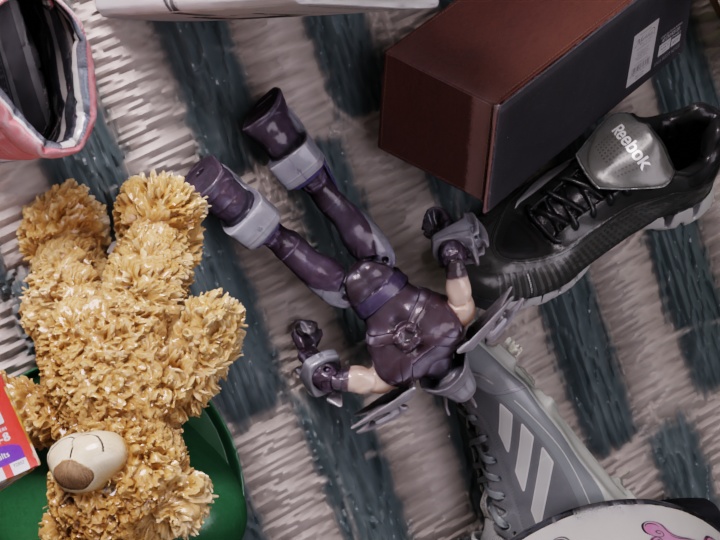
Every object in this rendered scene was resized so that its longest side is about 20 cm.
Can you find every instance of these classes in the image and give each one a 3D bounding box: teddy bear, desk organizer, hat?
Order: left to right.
[{"bbox_3d":[-0.124,0.041,1.079,0.145,0.067,0.200,11,69,11],"label":"teddy bear"},{"bbox_3d":[-0.087,0.129,1.090,0.200,0.176,0.166,-11,99,-29],"label":"hat"},{"bbox_3d":[0.100,-0.122,1.234,0.200,0.077,0.072,-39,146,-38],"label":"desk organizer"}]

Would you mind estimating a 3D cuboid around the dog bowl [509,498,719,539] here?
[{"bbox_3d":[0.142,0.230,1.245,0.200,0.074,0.201,-9,121,-14],"label":"dog bowl"}]

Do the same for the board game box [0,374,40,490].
[{"bbox_3d":[-0.241,0.112,0.987,0.151,0.200,0.046,-23,86,-27],"label":"board game box"}]

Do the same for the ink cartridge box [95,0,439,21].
[{"bbox_3d":[-0.049,-0.196,1.075,0.083,0.200,0.147,-2,95,-33],"label":"ink cartridge box"}]

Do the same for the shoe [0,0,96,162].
[{"bbox_3d":[-0.181,-0.147,1.064,0.071,0.091,0.201,-23,105,-26],"label":"shoe"}]

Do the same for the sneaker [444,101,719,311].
[{"bbox_3d":[0.131,-0.045,1.246,0.200,0.091,0.067,-25,66,-29],"label":"sneaker"}]

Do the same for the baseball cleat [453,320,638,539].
[{"bbox_3d":[0.084,0.116,1.251,0.106,0.070,0.200,-42,102,0],"label":"baseball cleat"}]

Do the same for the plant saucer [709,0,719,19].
[{"bbox_3d":[0.256,-0.209,1.328,0.200,0.035,0.201,-2,93,-40],"label":"plant saucer"}]

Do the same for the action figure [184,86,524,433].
[{"bbox_3d":[0.000,0.000,1.181,0.130,0.069,0.200,-43,104,-1],"label":"action figure"}]

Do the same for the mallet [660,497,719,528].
[{"bbox_3d":[0.189,0.232,1.343,0.066,0.041,0.201,-13,105,-31],"label":"mallet"}]
